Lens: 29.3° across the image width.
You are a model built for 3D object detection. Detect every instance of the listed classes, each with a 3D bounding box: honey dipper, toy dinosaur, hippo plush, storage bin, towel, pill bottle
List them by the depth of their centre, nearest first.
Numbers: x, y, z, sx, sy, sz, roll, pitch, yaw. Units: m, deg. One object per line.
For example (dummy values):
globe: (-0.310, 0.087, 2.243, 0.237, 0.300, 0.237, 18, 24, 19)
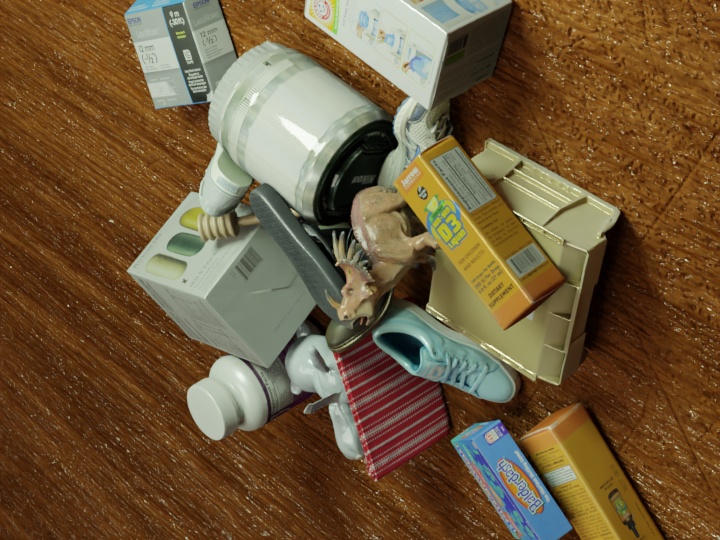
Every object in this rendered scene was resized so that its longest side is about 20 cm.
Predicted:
toy dinosaur: (0.020, -0.041, 1.537, 0.086, 0.134, 0.201, 98, 166, -47)
storage bin: (0.181, -0.006, 1.545, 0.198, 0.093, 0.201, 32, 134, 30)
honey dipper: (-0.107, -0.071, 1.735, 0.198, 0.038, 0.038, -10, 111, 11)
towel: (0.040, 0.149, 1.765, 0.022, 0.144, 0.202, 8, 119, 52)
hippo plush: (-0.033, 0.157, 1.831, 0.160, 0.199, 0.161, 14, 103, 52)
pill bottle: (-0.139, 0.154, 1.921, 0.112, 0.199, 0.113, 31, 135, 36)

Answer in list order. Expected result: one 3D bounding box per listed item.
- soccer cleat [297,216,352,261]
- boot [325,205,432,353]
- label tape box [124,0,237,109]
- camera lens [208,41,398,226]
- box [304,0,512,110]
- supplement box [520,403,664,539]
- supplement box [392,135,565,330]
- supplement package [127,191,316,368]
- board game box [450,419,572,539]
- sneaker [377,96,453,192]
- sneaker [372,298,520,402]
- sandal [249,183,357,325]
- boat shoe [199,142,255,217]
soccer cleat: (-0.057, -0.055, 1.760, 0.200, 0.081, 0.068, 41, 143, 23)
boot: (0.000, 0.000, 1.664, 0.097, 0.201, 0.075, 35, -179, -38)
label tape box: (-0.245, -0.323, 1.838, 0.143, 0.066, 0.202, 2, 117, 48)
camera lens: (-0.066, -0.163, 1.663, 0.200, 0.159, 0.161, 38, 138, 25)
box: (0.048, -0.283, 1.492, 0.200, 0.112, 0.102, 40, 140, 24)
supplement box: (0.275, 0.262, 1.626, 0.201, 0.066, 0.069, 58, 143, 3)
supplement box: (0.124, -0.041, 1.457, 0.201, 0.069, 0.067, 54, 140, 11)
supplement package: (-0.177, 0.009, 1.857, 0.199, 0.152, 0.151, 15, 151, 50)
board game box: (0.180, 0.259, 1.686, 0.153, 0.045, 0.200, 56, 173, 5)
sneaker: (0.085, -0.144, 1.587, 0.085, 0.077, 0.201, 39, 148, 17)
sneaker: (0.099, 0.116, 1.690, 0.199, 0.082, 0.074, 28, 126, 7)
sandal: (-0.057, -0.024, 1.622, 0.201, 0.043, 0.076, 55, 157, 9)
boat shoe: (-0.170, -0.124, 1.760, 0.070, 0.201, 0.072, 36, 110, -9)
